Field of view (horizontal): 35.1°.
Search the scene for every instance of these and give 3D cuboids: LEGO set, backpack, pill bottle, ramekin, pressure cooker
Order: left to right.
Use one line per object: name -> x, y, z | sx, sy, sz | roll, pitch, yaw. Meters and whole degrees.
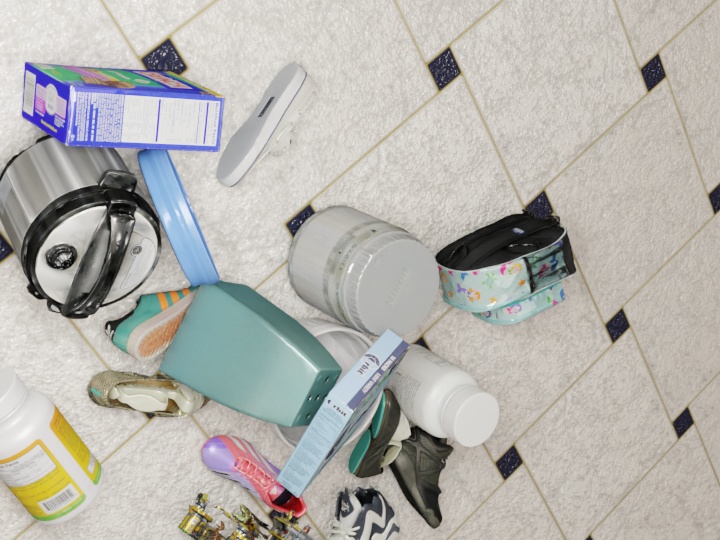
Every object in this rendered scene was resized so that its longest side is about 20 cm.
pill bottle -> -0.432, 0.228, 1.487 | 0.111, 0.111, 0.201 | -39, 123, -18
pressure cooker -> -0.339, -0.049, 1.384 | 0.178, 0.200, 0.176 | -28, 138, -11
LEGO set -> -0.163, 0.381, 1.678 | 0.154, 0.200, 0.116 | 43, 72, -23
ramekin -> -0.073, 0.165, 1.717 | 0.199, 0.105, 0.201 | -12, 112, -31
pill bottle -> 0.125, 0.200, 1.804 | 0.114, 0.200, 0.115 | -11, 112, -31
backpack -> 0.223, 0.001, 1.825 | 0.199, 0.177, 0.151 | -19, 110, -24

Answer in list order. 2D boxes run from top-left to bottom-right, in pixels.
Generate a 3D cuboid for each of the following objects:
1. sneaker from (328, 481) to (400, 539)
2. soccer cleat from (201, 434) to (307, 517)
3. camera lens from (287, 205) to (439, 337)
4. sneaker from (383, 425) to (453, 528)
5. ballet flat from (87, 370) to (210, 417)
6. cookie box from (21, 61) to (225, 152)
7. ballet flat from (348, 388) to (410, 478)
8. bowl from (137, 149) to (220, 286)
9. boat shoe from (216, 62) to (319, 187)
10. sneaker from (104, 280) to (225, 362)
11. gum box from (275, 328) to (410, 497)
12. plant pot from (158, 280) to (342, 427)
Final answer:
sneaker -> -0.028, 0.420, 1.847 | 0.199, 0.079, 0.130 | -29, 118, -24
soccer cleat -> -0.158, 0.312, 1.724 | 0.067, 0.076, 0.200 | -53, 127, -8
camera lens -> 0.000, 0.000, 1.653 | 0.159, 0.200, 0.161 | -12, 112, -31
sneaker -> 0.119, 0.343, 1.924 | 0.114, 0.076, 0.200 | -31, 115, -15
ballet flat -> -0.281, 0.179, 1.597 | 0.199, 0.075, 0.068 | 8, 100, -36
cookie box -> -0.294, -0.203, 1.406 | 0.199, 0.171, 0.076 | -2, 109, -35
ballet flat -> 0.038, 0.258, 1.810 | 0.068, 0.068, 0.200 | 9, 134, -14
bowl -> -0.237, -0.072, 1.476 | 0.039, 0.201, 0.201 | -22, 118, -5
boat shoe -> -0.124, -0.191, 1.593 | 0.070, 0.071, 0.201 | 40, 75, -34
sneaker -> -0.266, 0.053, 1.574 | 0.200, 0.080, 0.072 | -31, 139, -47
gum box -> -0.024, 0.196, 1.563 | 0.170, 0.044, 0.200 | -43, 167, -49
plant pot -> -0.138, 0.124, 1.557 | 0.142, 0.199, 0.141 | -62, 160, 5
